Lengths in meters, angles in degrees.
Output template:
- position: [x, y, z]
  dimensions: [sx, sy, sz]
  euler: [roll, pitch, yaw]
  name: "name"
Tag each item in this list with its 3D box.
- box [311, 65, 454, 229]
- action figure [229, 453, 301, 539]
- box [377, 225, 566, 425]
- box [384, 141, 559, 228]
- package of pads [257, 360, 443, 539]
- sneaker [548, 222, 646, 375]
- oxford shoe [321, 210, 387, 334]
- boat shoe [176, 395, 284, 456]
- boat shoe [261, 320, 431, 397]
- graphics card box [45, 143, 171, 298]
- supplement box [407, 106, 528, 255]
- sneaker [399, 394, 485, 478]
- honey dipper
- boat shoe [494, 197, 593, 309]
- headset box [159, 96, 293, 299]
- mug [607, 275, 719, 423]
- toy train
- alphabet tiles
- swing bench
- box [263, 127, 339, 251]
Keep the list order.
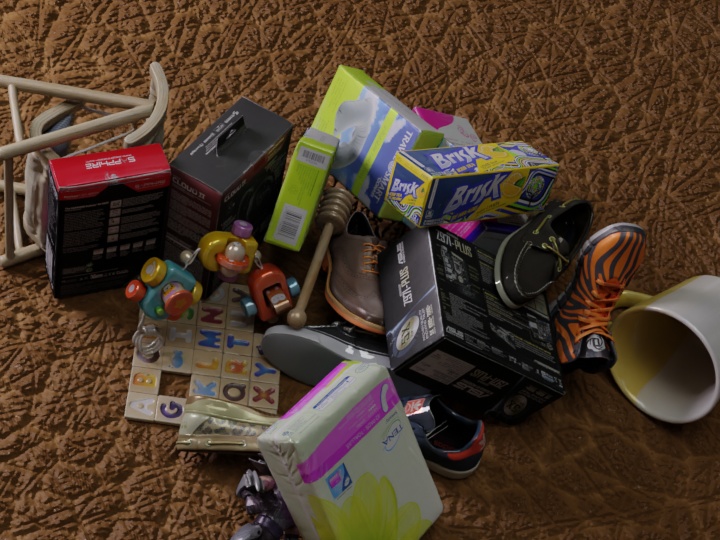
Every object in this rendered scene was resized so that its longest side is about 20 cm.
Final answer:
- position: [0.019, -0.150, 1.740]
  dimensions: [0.048, 0.122, 0.200]
  euler: [7, 27, -44]
  name: "box"
- position: [-0.101, 0.274, 1.442]
  dimensions: [0.130, 0.069, 0.200]
  euler: [49, 60, -25]
  name: "action figure"
- position: [0.124, 0.061, 1.612]
  dimensions: [0.200, 0.086, 0.164]
  euler: [25, 43, -36]
  name: "box"
- position: [0.127, -0.100, 1.619]
  dimensions: [0.200, 0.064, 0.070]
  euler: [-9, 35, -38]
  name: "box"
- position: [-0.005, 0.209, 1.457]
  dimensions: [0.068, 0.200, 0.154]
  euler: [-1, 29, 43]
  name: "package of pads"
- position: [0.277, 0.045, 1.629]
  dimensions: [0.077, 0.200, 0.112]
  euler: [10, 42, -15]
  name: "sneaker"
- position: [0.000, 0.000, 1.649]
  dimensions: [0.071, 0.073, 0.200]
  euler: [16, 27, -25]
  name: "oxford shoe"
- position: [-0.096, 0.187, 1.531]
  dimensions: [0.199, 0.073, 0.063]
  euler: [14, 74, 4]
  name: "boat shoe"
- position: [-0.011, 0.090, 1.619]
  dimensions: [0.199, 0.074, 0.068]
  euler: [11, 42, 3]
  name: "boat shoe"
- position: [-0.281, -0.053, 1.581]
  dimensions: [0.125, 0.200, 0.051]
  euler: [-12, 57, -21]
  name: "graphics card box"
- position: [0.113, -0.091, 1.753]
  dimensions: [0.101, 0.103, 0.200]
  euler: [7, 46, -44]
  name: "supplement box"
- position: [0.044, 0.162, 1.569]
  dimensions: [0.199, 0.085, 0.075]
  euler: [15, 51, -2]
  name: "sneaker"
- position: [-0.051, -0.013, 1.639]
  dimensions: [0.038, 0.038, 0.200]
  euler: [19, 52, 1]
  name: "honey dipper"
- position: [0.214, -0.026, 1.652]
  dimensions: [0.072, 0.060, 0.201]
  euler: [58, 38, -16]
  name: "boat shoe"
- position: [-0.155, -0.089, 1.635]
  dimensions: [0.077, 0.200, 0.149]
  euler: [29, 50, 13]
  name: "headset box"
- position: [0.381, 0.067, 1.696]
  dimensions: [0.187, 0.150, 0.153]
  euler: [46, 48, 13]
  name: "mug"
- position: [-0.156, 0.031, 1.577]
  dimensions: [0.200, 0.151, 0.056]
  euler: [-21, 38, -19]
  name: "toy train"
- position: [-0.172, 0.092, 1.619]
  dimensions: [0.167, 0.008, 0.200]
  euler: [8, 52, -8]
  name: "alphabet tiles"
- position: [-0.316, -0.119, 1.624]
  dimensions: [0.199, 0.199, 0.130]
  euler: [-5, 55, -17]
  name: "swing bench"
- position: [-0.066, -0.097, 1.659]
  dimensions: [0.048, 0.122, 0.200]
  euler: [20, 10, -2]
  name: "box"
